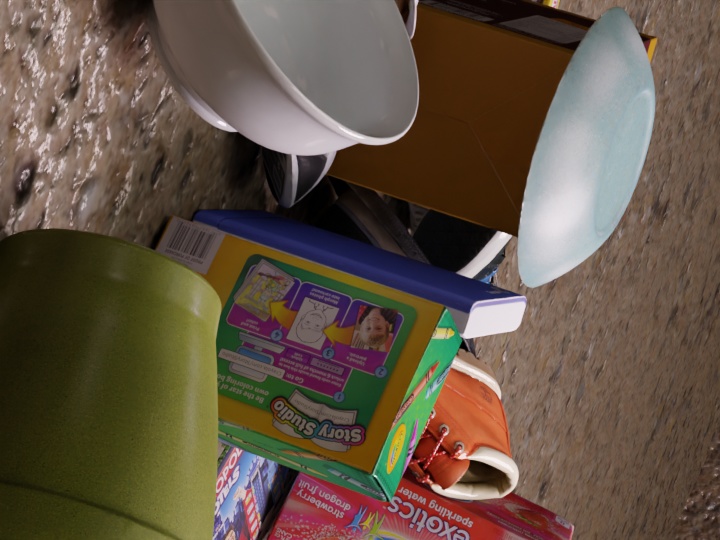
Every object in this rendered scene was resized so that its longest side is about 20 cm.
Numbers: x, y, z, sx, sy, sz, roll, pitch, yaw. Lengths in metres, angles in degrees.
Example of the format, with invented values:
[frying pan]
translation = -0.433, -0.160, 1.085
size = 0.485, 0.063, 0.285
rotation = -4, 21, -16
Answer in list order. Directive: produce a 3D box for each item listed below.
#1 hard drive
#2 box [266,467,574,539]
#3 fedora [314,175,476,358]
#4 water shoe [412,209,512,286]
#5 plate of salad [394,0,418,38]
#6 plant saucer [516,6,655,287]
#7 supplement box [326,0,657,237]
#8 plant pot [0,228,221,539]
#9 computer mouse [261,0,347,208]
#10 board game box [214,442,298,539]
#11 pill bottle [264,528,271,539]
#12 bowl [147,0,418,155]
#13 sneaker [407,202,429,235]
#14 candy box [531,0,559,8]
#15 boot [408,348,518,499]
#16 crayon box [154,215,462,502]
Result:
[hard drive]
translation = 0.000, 0.000, 1.584
size = 0.132, 0.200, 0.025
rotation = -4, 111, -71
[box]
translation = 0.044, 0.194, 1.712
size = 0.100, 0.200, 0.095
rotation = -64, 175, 13
[fedora]
translation = 0.002, 0.019, 1.738
size = 0.092, 0.201, 0.201
rotation = -37, 155, -6
[water shoe]
translation = 0.081, -0.006, 1.918
size = 0.079, 0.072, 0.200
rotation = 3, 144, -38
[plate of salad]
translation = 0.002, -0.242, 1.495
size = 0.200, 0.048, 0.200
rotation = 168, -90, -86
[plant saucer]
translation = 0.162, -0.078, 1.606
size = 0.201, 0.039, 0.201
rotation = -54, 156, -39
[supplement box]
translation = 0.082, -0.126, 1.705
size = 0.200, 0.197, 0.133
rotation = -22, 129, -66
[plant pot]
translation = -0.158, 0.088, 1.271
size = 0.200, 0.200, 0.193
rotation = 67, 32, -64
[computer mouse]
translation = -0.034, -0.128, 1.556
size = 0.200, 0.044, 0.110
rotation = 98, -22, -44
[board game box]
translation = -0.097, 0.116, 1.642
size = 0.200, 0.062, 0.200
rotation = 84, 31, -52
[pill bottle]
translation = -0.005, 0.205, 1.904
size = 0.200, 0.120, 0.120
rotation = -42, 146, -58
[bowl]
translation = -0.061, -0.144, 1.382
size = 0.201, 0.090, 0.201
rotation = 42, 33, -34
[sneaker]
translation = 0.071, -0.057, 1.956
size = 0.081, 0.076, 0.200
rotation = -59, 159, -3
[candy box]
translation = 0.098, -0.195, 1.839
size = 0.026, 0.102, 0.200
rotation = -6, 113, -65
[boot]
translation = 0.035, 0.096, 1.638
size = 0.200, 0.107, 0.075
rotation = 23, 128, -39
[crayon box]
translation = -0.052, 0.054, 1.487
size = 0.119, 0.200, 0.058
rotation = -65, 160, -17
